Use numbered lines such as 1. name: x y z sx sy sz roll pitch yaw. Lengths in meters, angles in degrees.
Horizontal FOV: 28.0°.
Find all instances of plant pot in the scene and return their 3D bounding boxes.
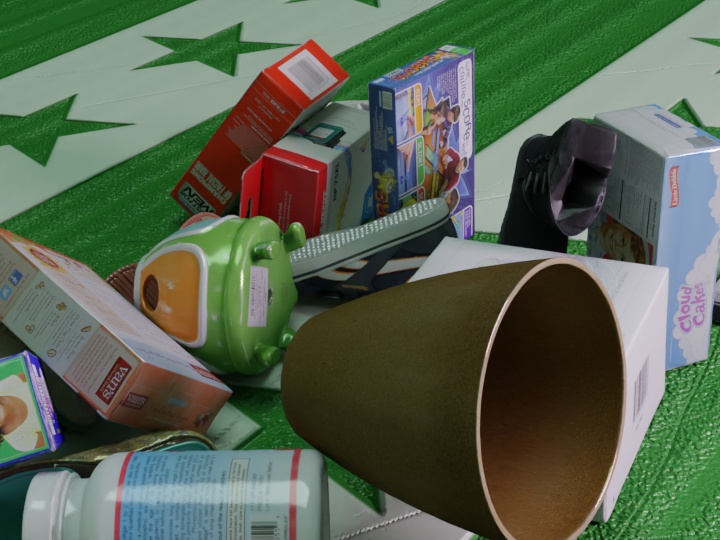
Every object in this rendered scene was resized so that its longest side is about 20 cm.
1. plant pot: 0.048 0.080 0.971 0.199 0.188 0.186 4 25 37

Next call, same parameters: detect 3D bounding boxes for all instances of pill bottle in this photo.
1. pill bottle: -0.121 0.177 0.978 0.198 0.110 0.109 -1 27 2

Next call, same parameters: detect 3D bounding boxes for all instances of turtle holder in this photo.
1. turtle holder: -0.118 0.012 1.269 0.130 0.142 0.186 2 28 13

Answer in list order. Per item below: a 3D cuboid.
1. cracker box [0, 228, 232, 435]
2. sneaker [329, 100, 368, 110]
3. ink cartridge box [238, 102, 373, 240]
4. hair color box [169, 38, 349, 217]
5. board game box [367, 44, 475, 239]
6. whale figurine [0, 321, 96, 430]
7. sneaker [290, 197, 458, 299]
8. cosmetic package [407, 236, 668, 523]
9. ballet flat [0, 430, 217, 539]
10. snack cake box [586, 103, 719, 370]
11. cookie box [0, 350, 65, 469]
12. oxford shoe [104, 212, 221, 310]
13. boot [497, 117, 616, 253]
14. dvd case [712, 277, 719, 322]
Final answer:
1. cracker box: -0.212 0.052 1.152 0.199 0.058 0.134 36 2 29
2. sneaker: -0.038 -0.169 1.714 0.198 0.076 0.081 -4 13 -7
3. ink cartridge box: -0.049 -0.080 1.465 0.067 0.117 0.200 18 33 19
4. hair color box: -0.108 -0.142 1.519 0.064 0.200 0.111 43 36 1
5. board game box: 0.063 -0.106 1.419 0.034 0.202 0.135 17 32 34
6. whale figurine: -0.308 0.086 1.217 0.199 0.104 0.159 25 28 1
7. sneaker: 0.000 0.000 1.364 0.198 0.080 0.079 -17 18 18
8. cosmetic package: 0.125 0.076 1.142 0.198 0.124 0.199 7 28 22
9. ballet flat: -0.203 0.163 1.074 0.198 0.071 0.071 -14 29 -19
10. snack cake box: 0.252 -0.028 1.247 0.067 0.202 0.115 -11 28 -21
11. cookie box: -0.320 0.123 1.031 0.198 0.076 0.171 -18 -2 -11
12. oxford shoe: -0.199 0.024 1.358 0.200 0.071 0.074 -39 3 -37
13. boot: 0.172 -0.043 1.255 0.065 0.167 0.200 1 2 -7
14. dvd case: 0.423 0.011 1.352 0.149 0.025 0.200 14 32 29
